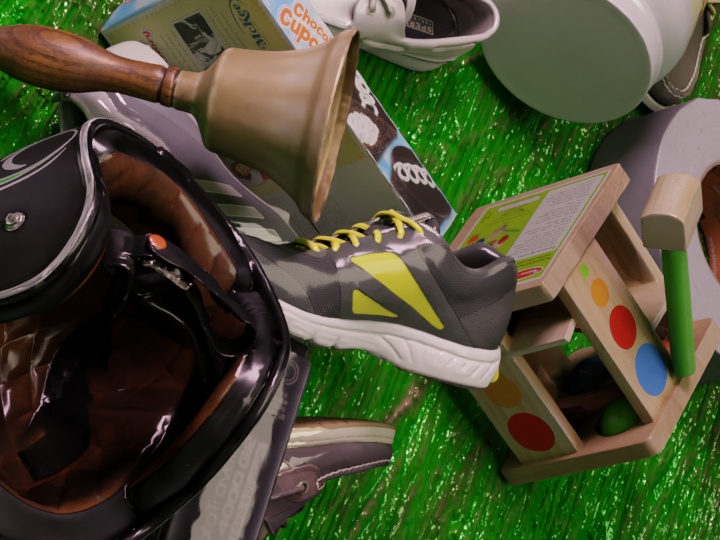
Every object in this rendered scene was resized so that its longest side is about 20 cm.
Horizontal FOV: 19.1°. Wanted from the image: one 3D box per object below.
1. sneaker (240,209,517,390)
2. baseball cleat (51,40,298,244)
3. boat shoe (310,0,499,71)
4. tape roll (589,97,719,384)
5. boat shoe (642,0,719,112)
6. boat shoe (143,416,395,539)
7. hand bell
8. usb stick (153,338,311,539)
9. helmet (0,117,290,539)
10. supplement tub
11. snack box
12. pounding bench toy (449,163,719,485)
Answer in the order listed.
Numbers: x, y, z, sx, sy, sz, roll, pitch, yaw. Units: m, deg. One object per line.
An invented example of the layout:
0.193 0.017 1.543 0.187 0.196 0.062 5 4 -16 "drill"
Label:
0.000 0.000 1.171 0.199 0.074 0.085 18 96 -31 "sneaker"
-0.102 -0.027 1.195 0.201 0.070 0.106 53 54 -9 "baseball cleat"
0.007 -0.168 1.340 0.199 0.065 0.073 15 68 -43 "boat shoe"
0.248 -0.021 1.550 0.199 0.066 0.202 15 69 -43 "tape roll"
0.237 -0.216 1.599 0.072 0.060 0.203 26 61 -39 "boat shoe"
-0.064 0.117 1.182 0.199 0.072 0.065 -4 89 -41 "boat shoe"
-0.108 -0.097 1.129 0.198 0.104 0.105 13 61 4 "hand bell"
-0.076 0.126 1.112 0.055 0.033 0.201 24 72 -19 "usb stick"
-0.149 0.043 1.026 0.200 0.190 0.200 46 15 -15 "helmet"
0.172 -0.212 1.468 0.145 0.144 0.201 49 48 -24 "supplement tub"
-0.047 -0.084 1.222 0.201 0.116 0.037 54 43 -21 "snack box"
0.159 0.035 1.341 0.156 0.199 0.124 54 46 -19 "pounding bench toy"
